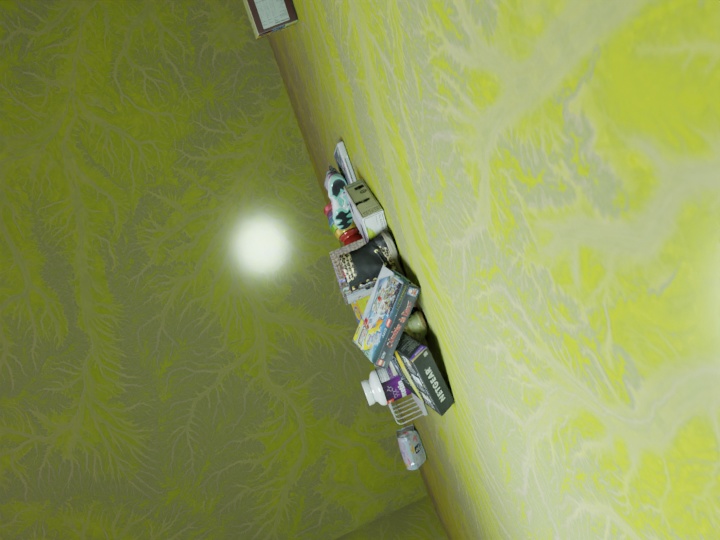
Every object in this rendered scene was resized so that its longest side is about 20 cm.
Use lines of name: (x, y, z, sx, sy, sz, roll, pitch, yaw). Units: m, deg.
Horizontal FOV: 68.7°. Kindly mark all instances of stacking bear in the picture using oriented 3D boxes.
stacking bear: (-0.048, -0.153, 1.914, 0.122, 0.111, 0.205, 85, 159, -74)

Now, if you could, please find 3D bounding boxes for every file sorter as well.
file sorter: (0.161, 0.480, 2.028, 0.200, 0.121, 0.143, -143, 33, -82)

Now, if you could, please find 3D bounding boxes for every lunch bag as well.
lunch bag: (0.261, 0.917, 2.729, 0.200, 0.123, 0.175, 17, -127, -84)

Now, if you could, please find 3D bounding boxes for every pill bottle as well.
pill bottle: (0.104, 0.349, 1.662, 0.112, 0.194, 0.116, 158, 89, -86)

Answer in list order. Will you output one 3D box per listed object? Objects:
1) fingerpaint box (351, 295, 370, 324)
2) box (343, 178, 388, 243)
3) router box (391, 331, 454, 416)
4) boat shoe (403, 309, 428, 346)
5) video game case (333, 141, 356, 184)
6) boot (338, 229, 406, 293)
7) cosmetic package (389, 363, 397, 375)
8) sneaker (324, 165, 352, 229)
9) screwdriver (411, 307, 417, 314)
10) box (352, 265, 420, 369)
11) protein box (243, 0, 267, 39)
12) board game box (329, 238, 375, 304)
fingerpaint box: (0.015, 0.057, 1.873, 0.204, 0.071, 0.169, 66, 148, 30)
box: (0.018, -0.146, 1.404, 0.202, 0.058, 0.119, -117, 7, -53)
router box: (0.134, 0.239, 1.285, 0.156, 0.052, 0.203, 30, 153, 54)
boat shoe: (0.134, 0.163, 1.346, 0.202, 0.061, 0.075, 77, 170, -58)
video game case: (-0.041, -0.299, 1.667, 0.200, 0.023, 0.188, -152, 42, -83)
boot: (0.037, 0.018, 1.329, 0.073, 0.146, 0.206, -125, 15, -68)
cosmetic package: (0.106, 0.197, 1.586, 0.072, 0.102, 0.204, 80, 167, -62)
sneaker: (-0.075, -0.250, 1.746, 0.142, 0.075, 0.205, -115, 16, -49)
screwdriver: (0.132, 0.131, 1.421, 0.029, 0.028, 0.201, 38, 166, 8)
box: (0.058, 0.107, 1.245, 0.136, 0.037, 0.206, 37, 106, 59)
protein box: (-0.295, -0.847, 1.627, 0.199, 0.131, 0.206, -124, 14, -67)
board game box: (0.000, 0.000, 1.643, 0.201, 0.155, 0.099, 80, 166, -65)
